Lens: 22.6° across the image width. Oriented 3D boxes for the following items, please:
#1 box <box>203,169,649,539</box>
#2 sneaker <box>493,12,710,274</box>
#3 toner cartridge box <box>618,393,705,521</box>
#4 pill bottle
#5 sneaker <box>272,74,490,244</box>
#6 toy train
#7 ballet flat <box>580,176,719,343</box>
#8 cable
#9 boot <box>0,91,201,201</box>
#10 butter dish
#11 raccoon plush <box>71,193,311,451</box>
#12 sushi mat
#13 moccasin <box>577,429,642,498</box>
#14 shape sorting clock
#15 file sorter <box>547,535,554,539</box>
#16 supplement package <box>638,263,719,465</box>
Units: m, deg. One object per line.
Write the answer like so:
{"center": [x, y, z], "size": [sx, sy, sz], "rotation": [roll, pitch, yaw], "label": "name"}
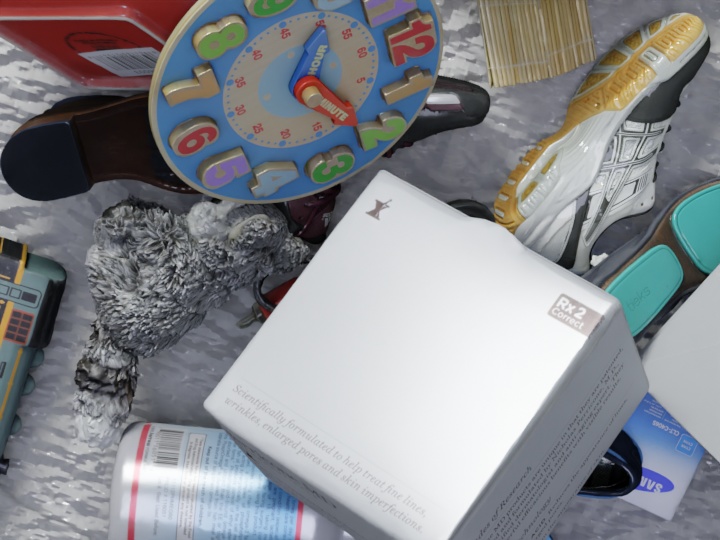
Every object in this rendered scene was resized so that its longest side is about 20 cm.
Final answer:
{"center": [0.046, 0.079, 1.150], "size": [0.198, 0.131, 0.201], "rotation": [30, 75, 31], "label": "box"}
{"center": [0.183, -0.087, 1.263], "size": [0.087, 0.076, 0.200], "rotation": [37, 101, -20], "label": "sneaker"}
{"center": [0.151, 0.092, 1.293], "size": [0.198, 0.043, 0.096], "rotation": [24, 100, -2], "label": "toner cartridge box"}
{"center": [-0.074, 0.170, 1.275], "size": [0.198, 0.109, 0.110], "rotation": [6, 98, 1], "label": "pill bottle"}
{"center": [-0.006, -0.077, 1.265], "size": [0.198, 0.076, 0.117], "rotation": [0, 103, 12], "label": "sneaker"}
{"center": [-0.283, 0.063, 1.281], "size": [0.113, 0.085, 0.202], "rotation": [17, 98, -11], "label": "toy train"}
{"center": [0.210, -0.007, 1.256], "size": [0.199, 0.073, 0.074], "rotation": [-34, 98, -31], "label": "ballet flat"}
{"center": [0.000, 0.000, 1.290], "size": [0.199, 0.050, 0.097], "rotation": [-38, 102, -4], "label": "cable"}
{"center": [-0.141, -0.100, 1.238], "size": [0.198, 0.097, 0.075], "rotation": [-4, 115, 4], "label": "boot"}
{"center": [-0.151, -0.208, 1.178], "size": [0.198, 0.199, 0.150], "rotation": [4, 75, 29], "label": "butter dish"}
{"center": [-0.112, 0.032, 1.239], "size": [0.133, 0.096, 0.202], "rotation": [10, 96, 28], "label": "raccoon plush"}
{"center": [0.111, -0.231, 1.237], "size": [0.095, 0.012, 0.202], "rotation": [-16, 102, -33], "label": "sushi mat"}
{"center": [0.099, 0.112, 1.241], "size": [0.198, 0.068, 0.081], "rotation": [6, 100, 1], "label": "moccasin"}
{"center": [-0.037, -0.119, 1.138], "size": [0.198, 0.039, 0.201], "rotation": [-20, 138, -18], "label": "shape sorting clock"}
{"center": [0.118, 0.294, 1.255], "size": [0.138, 0.123, 0.201], "rotation": [-33, 116, 6], "label": "file sorter"}
{"center": [0.319, 0.107, 1.185], "size": [0.147, 0.191, 0.200], "rotation": [-47, 122, 5], "label": "supplement package"}
